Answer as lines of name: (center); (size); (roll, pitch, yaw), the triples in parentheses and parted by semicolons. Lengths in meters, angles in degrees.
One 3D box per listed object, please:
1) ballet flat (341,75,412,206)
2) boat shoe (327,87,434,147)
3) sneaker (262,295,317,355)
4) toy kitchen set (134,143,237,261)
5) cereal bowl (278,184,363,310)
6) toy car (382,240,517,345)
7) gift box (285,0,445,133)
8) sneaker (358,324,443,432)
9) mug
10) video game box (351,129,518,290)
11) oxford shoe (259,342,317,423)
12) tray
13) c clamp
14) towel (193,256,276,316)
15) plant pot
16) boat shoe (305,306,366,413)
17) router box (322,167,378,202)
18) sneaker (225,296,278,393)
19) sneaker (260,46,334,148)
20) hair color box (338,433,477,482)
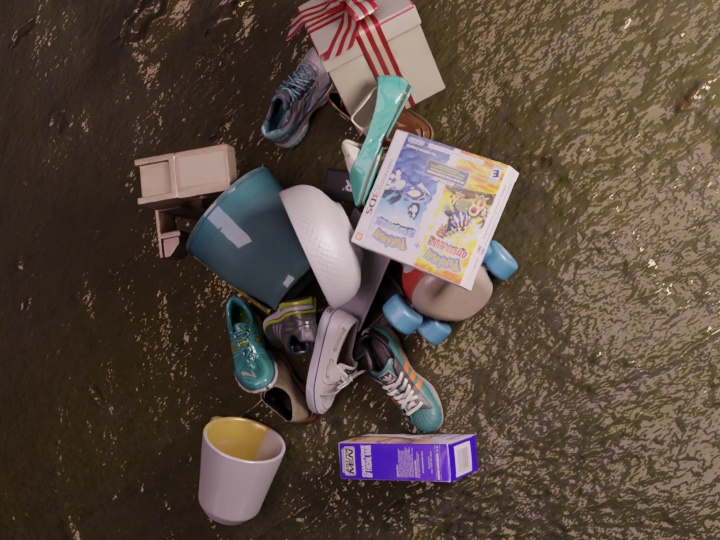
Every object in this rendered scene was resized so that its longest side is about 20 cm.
ballet flat: (0.011, -0.199, 1.440); (0.070, 0.067, 0.202); (22, 99, 0)
boat shoe: (0.028, -0.251, 1.604); (0.199, 0.068, 0.073); (26, 102, 28)
sneaker: (-0.119, 0.108, 1.635); (0.200, 0.073, 0.082); (126, 136, -67)
toy kitchen set: (-0.278, -0.114, 1.722); (0.179, 0.200, 0.165); (-8, 84, 14)
cereal bowl: (-0.051, -0.045, 1.492); (0.083, 0.200, 0.201); (-24, 75, -3)
toy car: (0.105, -0.023, 1.509); (0.184, 0.176, 0.201); (-46, 56, 16)
gift box: (0.003, -0.345, 1.490); (0.199, 0.187, 0.185); (-29, 42, 0)
sneaker: (0.059, 0.182, 1.570); (0.071, 0.080, 0.201); (-39, 77, 22)
mug: (-0.221, 0.359, 1.726); (0.148, 0.187, 0.155); (14, 108, -3)
video game box: (0.104, -0.091, 1.392); (0.199, 0.047, 0.184); (22, 92, 31)
oxford shoe: (-0.158, 0.193, 1.704); (0.200, 0.075, 0.071); (40, 111, 25)
tray: (0.000, 0.000, 1.568); (0.108, 0.022, 0.201); (53, 143, 26)
c clamp: (-0.007, 0.047, 1.650); (0.171, 0.027, 0.201); (44, 109, 18)
towel: (-0.210, 0.029, 1.731); (0.199, 0.086, 0.018); (35, 93, 26)
plant pot: (-0.163, -0.040, 1.654); (0.188, 0.200, 0.200); (43, 111, 7)
boat shoe: (-0.033, 0.163, 1.623); (0.085, 0.074, 0.204); (21, 113, 23)
router box: (0.061, -0.124, 1.537); (0.198, 0.149, 0.052); (10, 95, 29)
sneaker: (-0.202, 0.131, 1.685); (0.077, 0.080, 0.201); (-23, 49, -3)
sneaker: (-0.107, -0.305, 1.673); (0.077, 0.086, 0.201); (35, 107, 25)
hair color box: (0.076, 0.300, 1.547); (0.198, 0.109, 0.066); (-7, 86, 29)
